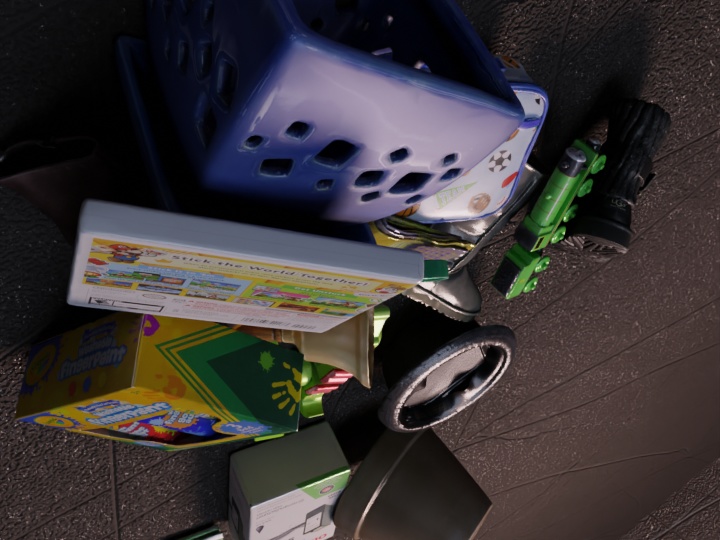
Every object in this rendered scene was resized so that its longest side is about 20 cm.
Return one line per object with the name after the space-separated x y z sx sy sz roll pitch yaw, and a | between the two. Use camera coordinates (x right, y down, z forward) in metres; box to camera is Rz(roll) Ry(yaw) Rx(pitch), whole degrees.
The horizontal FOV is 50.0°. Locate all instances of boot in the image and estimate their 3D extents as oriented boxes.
-0.143 -0.039 0.564 0.197 0.074 0.167 -2 156 20 | boot
0.275 -0.097 0.883 0.078 0.211 0.160 17 85 -5 | boot
0.136 -0.043 0.860 0.181 0.073 0.201 19 113 -50 | boot

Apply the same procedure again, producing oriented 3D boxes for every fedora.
0.096 0.114 0.982 0.198 0.092 0.202 -21 143 -17 | fedora

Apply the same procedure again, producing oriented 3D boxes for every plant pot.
0.087 0.328 1.098 0.201 0.172 0.201 -50 160 -25 | plant pot
-0.044 -0.123 0.511 0.198 0.202 0.180 6 137 -42 | plant pot

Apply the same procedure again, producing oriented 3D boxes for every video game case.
-0.085 0.006 0.506 0.197 0.023 0.182 9 163 -21 | video game case

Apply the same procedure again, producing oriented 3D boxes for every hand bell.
-0.086 0.059 0.753 0.196 0.105 0.105 1 141 4 | hand bell

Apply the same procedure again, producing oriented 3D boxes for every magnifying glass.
0.014 0.003 0.650 0.078 0.023 0.199 -7 175 28 | magnifying glass

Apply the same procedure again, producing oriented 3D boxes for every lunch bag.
0.059 -0.118 0.681 0.197 0.076 0.162 -6 138 -23 | lunch bag

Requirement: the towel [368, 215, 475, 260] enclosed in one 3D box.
0.000 0.000 0.764 0.199 0.023 0.142 -28 155 38 | towel

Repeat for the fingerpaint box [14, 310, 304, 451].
-0.176 0.103 0.676 0.198 0.075 0.166 -18 149 39 | fingerpaint box

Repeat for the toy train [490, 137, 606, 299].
0.195 -0.052 0.820 0.056 0.042 0.202 -16 140 -40 | toy train

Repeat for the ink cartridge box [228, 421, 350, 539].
-0.104 0.316 1.071 0.144 0.084 0.202 -16 141 -23 | ink cartridge box

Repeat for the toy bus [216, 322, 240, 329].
-0.102 -0.004 0.685 0.198 0.066 0.078 -32 144 15 | toy bus

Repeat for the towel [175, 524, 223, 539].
-0.280 0.454 1.153 0.150 0.024 0.202 -13 141 -25 | towel

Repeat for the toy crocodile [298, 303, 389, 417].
-0.028 0.101 0.881 0.067 0.062 0.200 0 145 -38 | toy crocodile

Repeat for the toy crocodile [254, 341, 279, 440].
-0.110 0.132 0.865 0.066 0.062 0.201 -11 143 -8 | toy crocodile
